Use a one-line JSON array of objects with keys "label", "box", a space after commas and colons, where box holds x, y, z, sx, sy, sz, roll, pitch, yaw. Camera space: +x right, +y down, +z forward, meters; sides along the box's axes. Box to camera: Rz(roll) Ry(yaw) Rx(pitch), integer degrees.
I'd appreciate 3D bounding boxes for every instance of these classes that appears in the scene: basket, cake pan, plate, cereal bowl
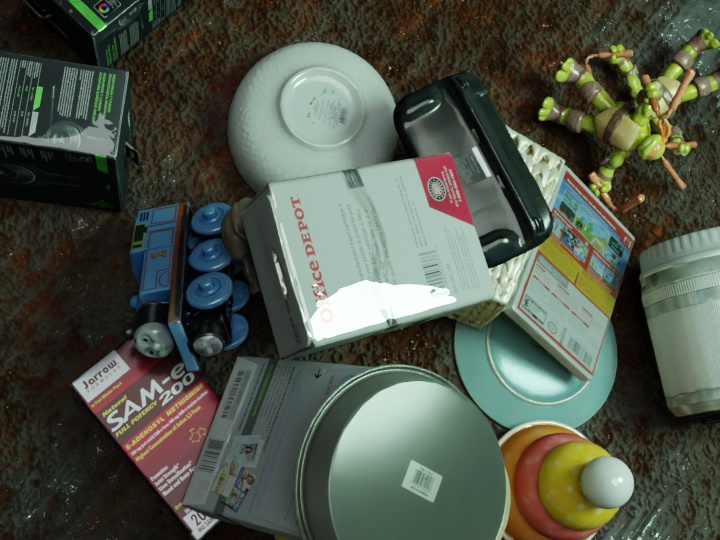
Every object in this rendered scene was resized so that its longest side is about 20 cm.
[{"label": "basket", "box": [0.123, -0.049, 1.047, 0.123, 0.136, 0.201, 26, 73, 0]}, {"label": "cake pan", "box": [0.042, 0.177, 0.795, 0.199, 0.037, 0.202, 6, 78, -28]}, {"label": "plate", "box": [0.204, 0.086, 1.093, 0.199, 0.026, 0.202, 2, 77, -10]}, {"label": "cereal bowl", "box": [-0.049, -0.168, 1.074, 0.198, 0.083, 0.202, 3, 75, -10]}]

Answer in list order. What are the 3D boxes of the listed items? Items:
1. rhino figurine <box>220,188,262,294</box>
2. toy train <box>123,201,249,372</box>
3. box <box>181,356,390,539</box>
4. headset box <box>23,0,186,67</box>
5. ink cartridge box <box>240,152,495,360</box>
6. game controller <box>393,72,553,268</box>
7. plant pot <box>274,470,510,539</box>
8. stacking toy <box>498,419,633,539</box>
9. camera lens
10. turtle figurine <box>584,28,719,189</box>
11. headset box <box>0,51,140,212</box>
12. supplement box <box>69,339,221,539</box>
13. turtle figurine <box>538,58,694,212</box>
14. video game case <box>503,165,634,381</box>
[{"label": "rhino figurine", "box": [-0.084, -0.041, 0.971, 0.059, 0.200, 0.088, -23, 97, 17]}, {"label": "toy train", "box": [-0.173, 0.012, 0.956, 0.113, 0.087, 0.201, -11, 43, 4]}, {"label": "box", "box": [-0.063, 0.161, 0.877, 0.041, 0.199, 0.157, 36, 64, -40]}, {"label": "headset box", "box": [-0.287, -0.346, 1.055, 0.174, 0.093, 0.200, 45, 73, 2]}, {"label": "ink cartridge box", "box": [0.006, -0.015, 0.879, 0.199, 0.083, 0.146, -13, 83, -29]}, {"label": "game controller", "box": [0.113, -0.103, 0.976, 0.104, 0.042, 0.201, -26, 80, -1]}, {"label": "plant pot", "box": [0.037, 0.213, 0.916, 0.200, 0.189, 0.202, 5, 79, -29]}, {"label": "stacking toy", "box": [0.217, 0.221, 0.970, 0.145, 0.200, 0.147, 2, 78, -10]}, {"label": "camera lens", "box": [0.404, 0.063, 1.068, 0.159, 0.160, 0.202, -8, 78, -13]}, {"label": "turtle figurine", "box": [0.380, -0.209, 1.178, 0.161, 0.064, 0.201, -34, 78, 1]}, {"label": "headset box", "box": [-0.320, -0.136, 0.963, 0.198, 0.174, 0.093, 7, 74, -11]}, {"label": "supplement box", "box": [-0.189, 0.162, 0.975, 0.109, 0.061, 0.200, -40, 86, -19]}, {"label": "turtle figurine", "box": [0.296, -0.179, 1.110, 0.161, 0.201, 0.064, 38, 48, 21]}, {"label": "video game case", "box": [0.239, 0.002, 1.077, 0.143, 0.017, 0.201, 40, 59, -25]}]
